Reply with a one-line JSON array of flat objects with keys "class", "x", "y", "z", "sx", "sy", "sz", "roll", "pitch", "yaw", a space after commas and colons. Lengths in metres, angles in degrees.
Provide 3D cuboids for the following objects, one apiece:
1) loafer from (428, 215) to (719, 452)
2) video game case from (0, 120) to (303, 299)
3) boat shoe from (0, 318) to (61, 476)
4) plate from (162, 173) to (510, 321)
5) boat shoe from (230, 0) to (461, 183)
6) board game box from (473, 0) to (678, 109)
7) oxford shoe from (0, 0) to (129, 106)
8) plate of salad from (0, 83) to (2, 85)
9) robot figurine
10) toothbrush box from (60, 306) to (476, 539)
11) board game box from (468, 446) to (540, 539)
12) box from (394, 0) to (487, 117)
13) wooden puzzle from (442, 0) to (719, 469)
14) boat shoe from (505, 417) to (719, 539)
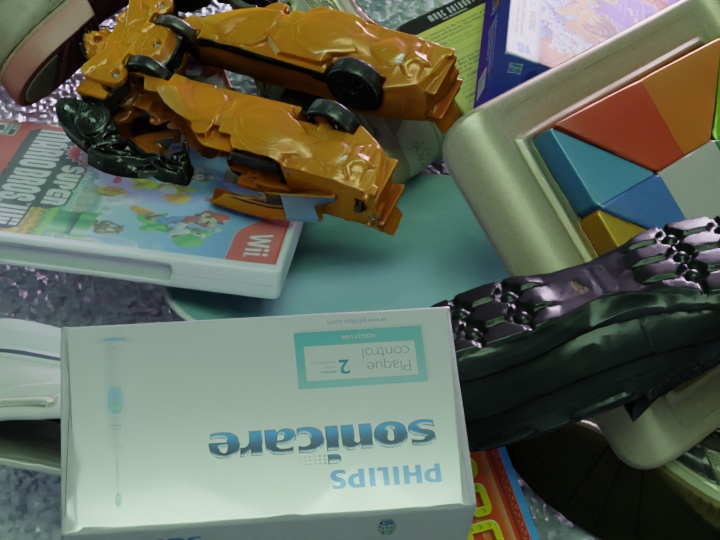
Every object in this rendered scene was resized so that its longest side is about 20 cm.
[{"class": "loafer", "x": 0.118, "y": 0.029, "z": 0.777, "sx": 0.199, "sy": 0.071, "sz": 0.068, "roll": -16, "pitch": 34, "yaw": -4}, {"class": "video game case", "x": -0.128, "y": -0.036, "z": 0.902, "sx": 0.198, "sy": 0.018, "sz": 0.143, "roll": 7, "pitch": 26, "yaw": 3}, {"class": "boat shoe", "x": -0.092, "y": 0.074, "z": 0.782, "sx": 0.198, "sy": 0.072, "sz": 0.066, "roll": 14, "pitch": 51, "yaw": 7}, {"class": "plate", "x": 0.000, "y": 0.000, "z": 0.886, "sx": 0.198, "sy": 0.026, "sz": 0.201, "roll": -7, "pitch": 25, "yaw": 3}, {"class": "boat shoe", "x": -0.031, "y": -0.121, "z": 0.975, "sx": 0.065, "sy": 0.072, "sz": 0.200, "roll": -37, "pitch": 66, "yaw": -17}, {"class": "board game box", "x": 0.138, "y": -0.143, "z": 0.972, "sx": 0.133, "sy": 0.045, "sz": 0.201, "roll": 19, "pitch": 45, "yaw": -10}, {"class": "oxford shoe", "x": -0.142, "y": -0.184, "z": 0.970, "sx": 0.075, "sy": 0.071, "sz": 0.200, "roll": 41, "pitch": 71, "yaw": 6}, {"class": "plate of salad", "x": -0.237, "y": -0.188, "z": 1.016, "sx": 0.198, "sy": 0.048, "sz": 0.202, "roll": 2, "pitch": 58, "yaw": -3}, {"class": "robot figurine", "x": -0.057, "y": -0.088, "z": 0.902, "sx": 0.199, "sy": 0.058, "sz": 0.146, "roll": 17, "pitch": 60, "yaw": 24}, {"class": "toothbrush box", "x": -0.039, "y": 0.103, "z": 0.696, "sx": 0.145, "sy": 0.201, "sz": 0.086, "roll": -3, "pitch": 59, "yaw": -5}, {"class": "board game box", "x": -0.021, "y": 0.130, "z": 0.831, "sx": 0.194, "sy": 0.056, "sz": 0.201, "roll": -14, "pitch": 60, "yaw": -11}, {"class": "box", "x": 0.099, "y": -0.065, "z": 0.962, "sx": 0.075, "sy": 0.050, "sz": 0.200, "roll": -28, "pitch": 64, "yaw": -20}, {"class": "wooden puzzle", "x": 0.160, "y": -0.029, "z": 0.849, "sx": 0.199, "sy": 0.037, "sz": 0.186, "roll": -30, "pitch": 88, "yaw": -28}, {"class": "boat shoe", "x": 0.168, "y": 0.104, "z": 0.856, "sx": 0.199, "sy": 0.072, "sz": 0.066, "roll": 23, "pitch": 49, "yaw": 11}]
